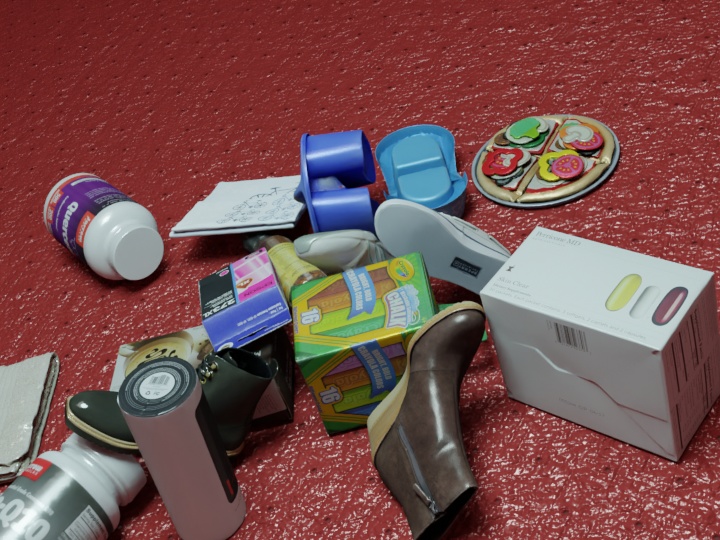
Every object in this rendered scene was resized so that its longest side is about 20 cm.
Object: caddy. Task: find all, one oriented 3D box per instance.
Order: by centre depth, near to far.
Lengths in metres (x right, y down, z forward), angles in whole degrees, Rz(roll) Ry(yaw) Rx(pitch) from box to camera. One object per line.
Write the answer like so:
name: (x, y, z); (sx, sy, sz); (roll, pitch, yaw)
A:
caddy: (-0.034, -0.101, 1.368); (0.104, 0.143, 0.200); (-10, -6, 6)

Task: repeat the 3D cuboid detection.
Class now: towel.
towel: (-0.454, 0.186, 1.331); (0.131, 0.035, 0.201); (-13, 39, 8)

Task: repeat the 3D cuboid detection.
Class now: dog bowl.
dog bowl: (0.083, -0.122, 1.440); (0.110, 0.050, 0.201); (-13, 38, 2)

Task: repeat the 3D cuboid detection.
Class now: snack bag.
snack bag: (-0.147, -0.097, 1.497); (0.186, 0.022, 0.200); (-4, 24, 18)

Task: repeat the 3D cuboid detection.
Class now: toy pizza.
toy pizza: (0.244, -0.156, 1.428); (0.198, 0.032, 0.201); (-13, 39, 10)

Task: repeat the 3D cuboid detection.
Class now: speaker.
speaker: (-0.176, 0.185, 1.076); (0.080, 0.201, 0.082); (-8, 38, 6)

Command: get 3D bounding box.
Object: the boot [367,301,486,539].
boot: (0.086, 0.150, 1.049); (0.201, 0.072, 0.167); (-56, 36, 23)

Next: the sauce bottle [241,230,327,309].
sauce bottle: (-0.097, -0.004, 1.376); (0.066, 0.066, 0.200); (-31, 33, -13)

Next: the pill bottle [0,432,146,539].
pill bottle: (-0.325, 0.263, 1.117); (0.113, 0.115, 0.200); (15, 50, 36)

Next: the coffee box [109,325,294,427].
coffee box: (-0.181, 0.128, 1.241); (0.198, 0.080, 0.114); (-13, 36, 9)

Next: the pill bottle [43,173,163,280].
pill bottle: (-0.360, -0.058, 1.515); (0.112, 0.113, 0.199); (-38, 41, -21)

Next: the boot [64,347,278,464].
boot: (-0.197, 0.124, 1.128); (0.198, 0.139, 0.078); (13, 33, -28)

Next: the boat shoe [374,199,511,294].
boat shoe: (0.100, -0.028, 1.246); (0.074, 0.199, 0.066); (-51, 20, 22)

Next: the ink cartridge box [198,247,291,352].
ink cartridge box: (-0.136, 0.034, 1.234); (0.094, 0.037, 0.200); (-26, 22, -2)

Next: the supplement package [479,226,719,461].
supplement package: (0.241, 0.068, 1.064); (0.199, 0.157, 0.111); (18, 51, 38)

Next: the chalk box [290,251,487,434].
chalk box: (0.036, 0.073, 1.175); (0.198, 0.125, 0.125); (-17, 39, 5)

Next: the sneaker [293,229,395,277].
sneaker: (0.000, 0.000, 1.236); (0.070, 0.199, 0.081); (-6, 77, 39)
